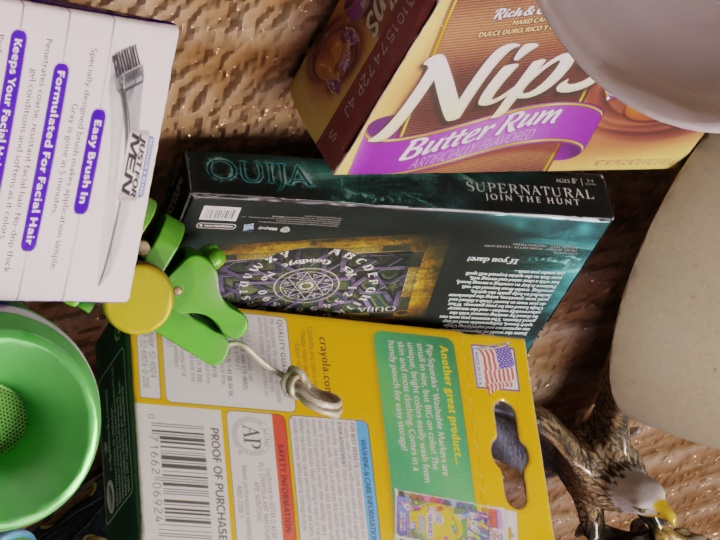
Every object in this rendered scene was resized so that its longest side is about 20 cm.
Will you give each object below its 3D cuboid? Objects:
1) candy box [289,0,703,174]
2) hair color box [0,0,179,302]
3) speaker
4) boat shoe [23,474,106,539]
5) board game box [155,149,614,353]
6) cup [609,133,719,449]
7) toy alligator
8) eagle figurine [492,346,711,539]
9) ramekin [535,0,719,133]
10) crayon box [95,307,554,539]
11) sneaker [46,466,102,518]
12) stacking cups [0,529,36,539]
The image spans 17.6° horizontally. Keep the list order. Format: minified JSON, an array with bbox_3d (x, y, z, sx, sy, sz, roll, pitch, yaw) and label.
[{"bbox_3d":[0.082,-0.100,1.011,0.199,0.057,0.117,-3,142,-36],"label":"candy box"},{"bbox_3d":[-0.156,-0.048,0.820,0.200,0.065,0.110,3,100,-55],"label":"hair color box"},{"bbox_3d":[-0.158,0.044,0.912,0.088,0.200,0.089,-2,98,-18],"label":"speaker"},{"bbox_3d":[-0.105,0.130,1.096,0.200,0.091,0.071,-37,103,14],"label":"boat shoe"},{"bbox_3d":[0.000,0.000,1.073,0.199,0.028,0.135,3,144,-19],"label":"board game box"},{"bbox_3d":[0.236,0.017,1.139,0.200,0.143,0.201,-41,148,-33],"label":"cup"},{"bbox_3d":[-0.086,0.000,0.989,0.199,0.059,0.054,25,93,-15],"label":"toy alligator"},{"bbox_3d":[0.128,0.093,1.291,0.152,0.150,0.201,-52,131,-40],"label":"eagle figurine"},{"bbox_3d":[0.158,-0.154,0.866,0.094,0.203,0.203,-8,146,-47],"label":"ramekin"},{"bbox_3d":[-0.016,0.087,1.053,0.199,0.126,0.052,6,150,-22],"label":"crayon box"},{"bbox_3d":[-0.081,0.109,1.174,0.074,0.080,0.200,10,132,-42],"label":"sneaker"},{"bbox_3d":[-0.173,0.121,1.007,0.060,0.200,0.061,-43,158,-23],"label":"stacking cups"}]
